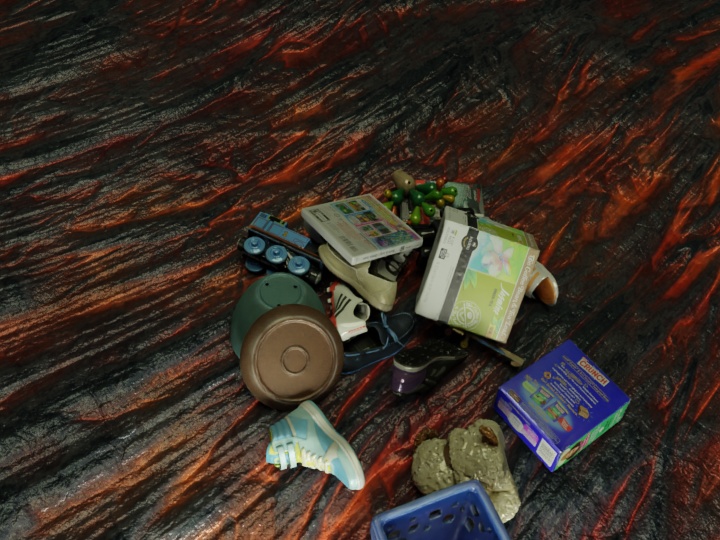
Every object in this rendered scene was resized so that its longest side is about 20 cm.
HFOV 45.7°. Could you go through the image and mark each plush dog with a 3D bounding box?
[{"bbox_3d":[0.171,0.341,1.496,0.170,0.161,0.202,-20,48,11],"label":"plush dog"}]

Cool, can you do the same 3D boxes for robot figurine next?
[{"bbox_3d":[0.215,-0.053,1.827,0.197,0.153,0.125,-4,13,-10],"label":"robot figurine"}]

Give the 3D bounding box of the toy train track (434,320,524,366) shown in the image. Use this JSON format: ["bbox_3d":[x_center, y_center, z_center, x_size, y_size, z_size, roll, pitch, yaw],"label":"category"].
[{"bbox_3d":[0.232,0.147,1.711,0.198,0.033,0.115,28,10,9],"label":"toy train track"}]

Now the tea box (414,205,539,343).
[{"bbox_3d":[0.229,0.006,1.698,0.194,0.203,0.134,17,16,1],"label":"tea box"}]

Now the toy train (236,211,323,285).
[{"bbox_3d":[-0.160,-0.038,1.795,0.198,0.087,0.115,23,55,13],"label":"toy train"}]

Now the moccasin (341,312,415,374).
[{"bbox_3d":[0.034,0.138,1.683,0.199,0.069,0.080,-34,61,-29],"label":"moccasin"}]

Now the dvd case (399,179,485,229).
[{"bbox_3d":[0.188,-0.150,1.975,0.197,0.022,0.147,2,50,-3],"label":"dvd case"}]

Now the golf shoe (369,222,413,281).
[{"bbox_3d":[0.064,-0.025,1.798,0.078,0.094,0.202,37,42,-34],"label":"golf shoe"}]

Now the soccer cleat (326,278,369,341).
[{"bbox_3d":[-0.022,0.074,1.702,0.084,0.069,0.201,-12,26,7],"label":"soccer cleat"}]

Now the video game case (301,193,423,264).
[{"bbox_3d":[0.002,-0.089,1.774,0.180,0.024,0.200,-15,41,-33],"label":"video game case"}]

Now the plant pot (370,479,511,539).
[{"bbox_3d":[0.128,0.478,1.336,0.197,0.181,0.201,-14,53,-18],"label":"plant pot"}]

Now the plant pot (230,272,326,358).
[{"bbox_3d":[-0.157,0.083,1.664,0.197,0.136,0.202,3,50,-3],"label":"plant pot"}]

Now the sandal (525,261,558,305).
[{"bbox_3d":[0.347,0.007,1.832,0.059,0.080,0.207,-19,46,-19],"label":"sandal"}]

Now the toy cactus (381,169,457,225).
[{"bbox_3d":[0.117,-0.178,1.929,0.198,0.103,0.165,-24,46,-13],"label":"toy cactus"}]

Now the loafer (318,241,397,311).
[{"bbox_3d":[0.000,0.000,1.725,0.199,0.069,0.076,39,13,16],"label":"loafer"}]

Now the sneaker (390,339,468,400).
[{"bbox_3d":[0.128,0.194,1.656,0.198,0.089,0.075,-9,27,-44],"label":"sneaker"}]

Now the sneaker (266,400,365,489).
[{"bbox_3d":[-0.090,0.332,1.502,0.129,0.080,0.200,-25,48,-27],"label":"sneaker"}]

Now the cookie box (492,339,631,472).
[{"bbox_3d":[0.382,0.253,1.623,0.198,0.076,0.171,-27,58,-26],"label":"cookie box"}]

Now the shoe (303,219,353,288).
[{"bbox_3d":[-0.033,-0.055,1.836,0.090,0.072,0.201,-19,66,-44],"label":"shoe"}]

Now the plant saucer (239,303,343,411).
[{"bbox_3d":[-0.124,0.164,1.580,0.197,0.204,0.034,-7,7,-12],"label":"plant saucer"}]
